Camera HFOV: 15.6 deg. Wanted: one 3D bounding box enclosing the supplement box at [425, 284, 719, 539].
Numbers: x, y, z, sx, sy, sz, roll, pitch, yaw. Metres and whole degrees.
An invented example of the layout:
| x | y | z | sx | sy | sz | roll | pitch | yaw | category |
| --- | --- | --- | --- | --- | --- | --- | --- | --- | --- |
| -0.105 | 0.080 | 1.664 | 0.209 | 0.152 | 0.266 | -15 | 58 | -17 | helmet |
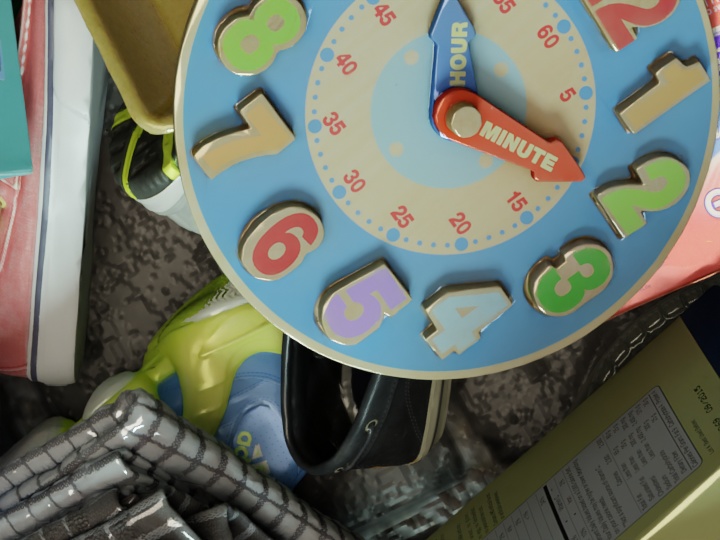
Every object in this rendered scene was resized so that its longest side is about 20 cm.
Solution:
| x | y | z | sx | sy | sz | roll | pitch | yaw | category |
| --- | --- | --- | --- | --- | --- | --- | --- | --- | --- |
| 0.132 | 0.157 | 0.983 | 0.200 | 0.134 | 0.200 | -41 | 105 | 8 | supplement box |

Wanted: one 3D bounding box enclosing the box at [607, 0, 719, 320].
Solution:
| x | y | z | sx | sy | sz | roll | pitch | yaw | category |
| --- | --- | --- | --- | --- | --- | --- | --- | --- | --- |
| 0.138 | -0.061 | 1.019 | 0.199 | 0.095 | 0.103 | -25 | 97 | 14 | box |

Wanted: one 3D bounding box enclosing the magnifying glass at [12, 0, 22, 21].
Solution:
| x | y | z | sx | sy | sz | roll | pitch | yaw | category |
| --- | --- | --- | --- | --- | --- | --- | --- | --- | --- |
| -0.147 | -0.109 | 1.093 | 0.199 | 0.022 | 0.080 | -21 | 100 | 12 | magnifying glass |

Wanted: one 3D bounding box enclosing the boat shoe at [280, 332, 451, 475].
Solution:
| x | y | z | sx | sy | sz | roll | pitch | yaw | category |
| --- | --- | --- | --- | --- | --- | --- | --- | --- | --- |
| 0.000 | 0.000 | 1.015 | 0.075 | 0.062 | 0.201 | 42 | 141 | 40 | boat shoe |

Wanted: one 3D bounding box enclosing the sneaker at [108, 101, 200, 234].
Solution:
| x | y | z | sx | sy | sz | roll | pitch | yaw | category |
| --- | --- | --- | --- | --- | --- | --- | --- | --- | --- |
| -0.015 | -0.098 | 1.059 | 0.200 | 0.075 | 0.076 | -47 | 131 | 7 | sneaker |

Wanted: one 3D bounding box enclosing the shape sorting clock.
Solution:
| x | y | z | sx | sy | sz | roll | pitch | yaw | category |
| --- | --- | --- | --- | --- | --- | --- | --- | --- | --- |
| 0.032 | -0.057 | 0.937 | 0.198 | 0.039 | 0.202 | -3 | 104 | -12 | shape sorting clock |

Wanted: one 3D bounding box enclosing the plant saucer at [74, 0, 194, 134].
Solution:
| x | y | z | sx | sy | sz | roll | pitch | yaw | category |
| --- | --- | --- | --- | --- | --- | --- | --- | --- | --- |
| -0.032 | -0.170 | 0.994 | 0.199 | 0.048 | 0.201 | -27 | 74 | -4 | plant saucer |

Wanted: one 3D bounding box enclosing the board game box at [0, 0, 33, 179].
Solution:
| x | y | z | sx | sy | sz | roll | pitch | yaw | category |
| --- | --- | --- | --- | --- | --- | --- | --- | --- | --- |
| -0.211 | -0.126 | 1.039 | 0.150 | 0.047 | 0.202 | -8 | 89 | 34 | board game box |

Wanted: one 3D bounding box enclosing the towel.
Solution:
| x | y | z | sx | sy | sz | roll | pitch | yaw | category |
| --- | --- | --- | --- | --- | --- | --- | --- | --- | --- |
| -0.102 | 0.155 | 1.069 | 0.199 | 0.086 | 0.165 | -30 | 133 | 24 | towel |

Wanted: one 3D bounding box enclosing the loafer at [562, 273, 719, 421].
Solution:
| x | y | z | sx | sy | sz | roll | pitch | yaw | category |
| --- | --- | --- | --- | --- | --- | --- | --- | --- | --- |
| 0.116 | 0.079 | 1.077 | 0.200 | 0.070 | 0.075 | -45 | 69 | 9 | loafer |

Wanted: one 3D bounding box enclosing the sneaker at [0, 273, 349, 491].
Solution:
| x | y | z | sx | sy | sz | roll | pitch | yaw | category |
| --- | --- | --- | --- | --- | --- | --- | --- | --- | --- |
| -0.089 | 0.095 | 1.104 | 0.200 | 0.076 | 0.105 | -39 | 95 | 15 | sneaker |

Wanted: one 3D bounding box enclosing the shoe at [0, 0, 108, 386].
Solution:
| x | y | z | sx | sy | sz | roll | pitch | yaw | category |
| --- | --- | --- | --- | --- | --- | --- | --- | --- | --- |
| -0.152 | -0.047 | 1.068 | 0.090 | 0.072 | 0.201 | 7 | 118 | -1 | shoe |
